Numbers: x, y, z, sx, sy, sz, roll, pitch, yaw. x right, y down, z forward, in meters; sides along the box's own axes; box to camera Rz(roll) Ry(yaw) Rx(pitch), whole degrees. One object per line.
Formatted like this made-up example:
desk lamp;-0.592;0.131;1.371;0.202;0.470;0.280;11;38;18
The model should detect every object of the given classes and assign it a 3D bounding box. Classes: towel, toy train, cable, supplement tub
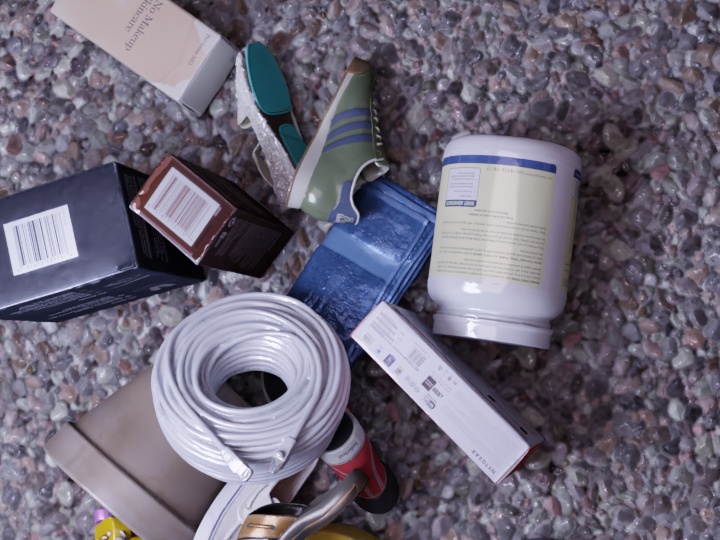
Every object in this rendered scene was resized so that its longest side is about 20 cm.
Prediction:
towel;0.000;0.000;1.289;0.111;0.049;0.201;32;82;15
toy train;-0.256;0.342;1.288;0.055;0.199;0.152;7;91;-31
cable;-0.107;0.115;1.189;0.199;0.070;0.200;31;55;26
supplement tub;0.146;-0.027;1.224;0.143;0.145;0.203;7;86;14

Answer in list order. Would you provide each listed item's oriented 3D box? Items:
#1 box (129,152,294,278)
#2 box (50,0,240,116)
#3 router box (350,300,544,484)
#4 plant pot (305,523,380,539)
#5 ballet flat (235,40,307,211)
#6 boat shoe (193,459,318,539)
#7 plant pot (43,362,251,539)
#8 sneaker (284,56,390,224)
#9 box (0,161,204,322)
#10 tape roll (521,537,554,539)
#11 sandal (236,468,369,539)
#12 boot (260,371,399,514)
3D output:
box;-0.154;-0.054;1.270;0.100;0.200;0.075;38;96;14
box;-0.246;-0.274;1.375;0.199;0.078;0.095;34;92;14
router box;0.093;0.122;1.204;0.200;0.179;0.049;45;95;14
plant pot;-0.050;0.367;1.212;0.198;0.189;0.204;-1;84;13
ballet flat;-0.105;-0.157;1.339;0.071;0.072;0.202;-25;79;10
boat shoe;-0.108;0.256;1.257;0.069;0.071;0.201;18;50;24
plant pot;-0.209;0.186;1.281;0.199;0.200;0.174;35;77;14
sneaker;-0.006;-0.133;1.294;0.089;0.067;0.202;24;63;0
box;-0.302;-0.024;1.302;0.194;0.200;0.119;-15;82;11
tape roll;0.181;0.379;1.218;0.198;0.066;0.203;-2;84;14
sandal;-0.080;0.251;1.175;0.199;0.082;0.055;-39;90;11
boot;-0.031;0.174;1.287;0.072;0.145;0.200;-36;40;-4
